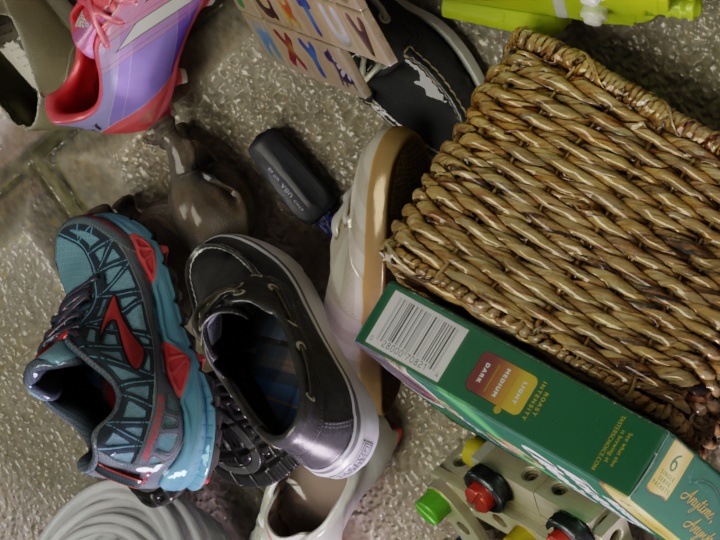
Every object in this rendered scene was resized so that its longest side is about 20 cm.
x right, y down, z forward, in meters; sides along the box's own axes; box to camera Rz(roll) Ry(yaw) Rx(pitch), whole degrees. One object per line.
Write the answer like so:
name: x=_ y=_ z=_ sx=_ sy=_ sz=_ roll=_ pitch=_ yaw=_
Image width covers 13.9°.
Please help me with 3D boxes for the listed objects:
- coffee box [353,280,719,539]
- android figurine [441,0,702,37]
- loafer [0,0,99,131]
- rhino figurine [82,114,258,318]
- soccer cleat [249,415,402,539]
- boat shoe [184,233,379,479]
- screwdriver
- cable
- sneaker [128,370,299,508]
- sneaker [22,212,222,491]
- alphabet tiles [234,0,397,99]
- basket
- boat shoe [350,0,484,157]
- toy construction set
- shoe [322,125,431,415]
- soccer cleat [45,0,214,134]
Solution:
coffee box: x=0.101 y=0.081 z=1.539 sx=0.200 sy=0.123 sz=0.044 roll=28 pitch=83 yaw=37
android figurine: x=0.075 y=-0.157 z=1.497 sx=0.200 sy=0.182 sz=0.041 roll=11 pitch=83 yaw=6
loafer: x=-0.227 y=-0.160 z=1.779 sx=0.200 sy=0.068 sz=0.076 roll=44 pitch=131 yaw=11
rhino figurine: x=-0.127 y=-0.007 z=1.789 sx=0.087 sy=0.060 sz=0.200 roll=49 pitch=134 yaw=10
soccer cleat: x=-0.038 y=0.157 z=1.792 sx=0.069 sy=0.078 sz=0.200 roll=37 pitch=130 yaw=16
boat shoe: x=-0.060 y=0.040 z=1.640 sx=0.070 sy=0.066 sz=0.200 roll=-49 pitch=44 yaw=18
screwdriver: x=0.007 y=-0.004 z=1.718 sx=0.029 sy=0.028 sz=0.200 roll=-44 pitch=90 yaw=13
cable: x=-0.147 y=0.232 z=1.857 sx=0.200 sy=0.069 sz=0.200 roll=-4 pitch=69 yaw=48
sneaker: x=-0.074 y=0.083 z=1.763 sx=0.200 sy=0.091 sz=0.076 roll=-13 pitch=108 yaw=53
sneaker: x=-0.149 y=0.040 z=1.692 sx=0.200 sy=0.095 sz=0.079 roll=63 pitch=142 yaw=39
alphabet tiles: x=-0.047 y=-0.163 z=1.535 sx=0.167 sy=0.008 sz=0.200 roll=60 pitch=166 yaw=-24
basket: x=0.135 y=-0.009 z=1.568 sx=0.200 sy=0.143 sz=0.149 roll=30 pitch=84 yaw=17
boat shoe: x=-0.004 y=-0.132 z=1.629 sx=0.200 sy=0.060 sz=0.074 roll=52 pitch=133 yaw=3
toy construction set: x=0.116 y=0.150 z=1.651 sx=0.200 sy=0.092 sz=0.131 roll=13 pitch=142 yaw=31
shoe: x=0.000 y=0.000 z=1.659 sx=0.053 sy=0.070 sz=0.200 roll=18 pitch=132 yaw=15
soccer cleat: x=-0.127 y=-0.159 z=1.690 sx=0.067 sy=0.076 sz=0.200 roll=58 pitch=144 yaw=38
